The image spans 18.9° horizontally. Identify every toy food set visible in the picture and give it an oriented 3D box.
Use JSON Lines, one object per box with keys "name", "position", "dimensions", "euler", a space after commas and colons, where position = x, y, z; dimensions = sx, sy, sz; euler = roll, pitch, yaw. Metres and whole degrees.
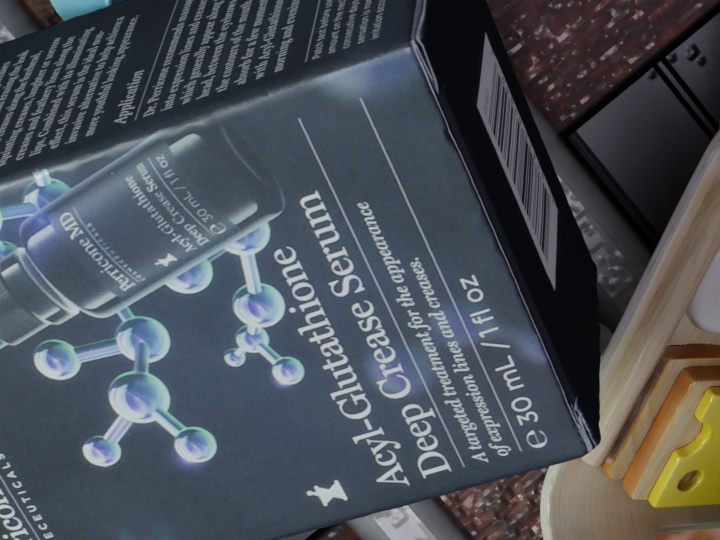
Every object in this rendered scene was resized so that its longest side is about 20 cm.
{"name": "toy food set", "position": [0.159, 0.033, 0.740], "dimensions": [0.143, 0.060, 0.201], "euler": [0, 128, -32]}

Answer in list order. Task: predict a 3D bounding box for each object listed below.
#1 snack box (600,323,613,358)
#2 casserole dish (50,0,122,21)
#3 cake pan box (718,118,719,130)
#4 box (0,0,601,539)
{"name": "snack box", "position": [0.000, 0.000, 0.784], "dimensions": [0.199, 0.072, 0.024], "euler": [22, 100, -4]}
{"name": "casserole dish", "position": [-0.067, -0.162, 0.739], "dimensions": [0.039, 0.121, 0.201], "euler": [12, 101, 20]}
{"name": "cake pan box", "position": [0.230, -0.117, 0.780], "dimensions": [0.183, 0.052, 0.201], "euler": [4, 100, -4]}
{"name": "box", "position": [-0.042, -0.004, 0.679], "dimensions": [0.199, 0.107, 0.149], "euler": [-17, 119, 17]}
